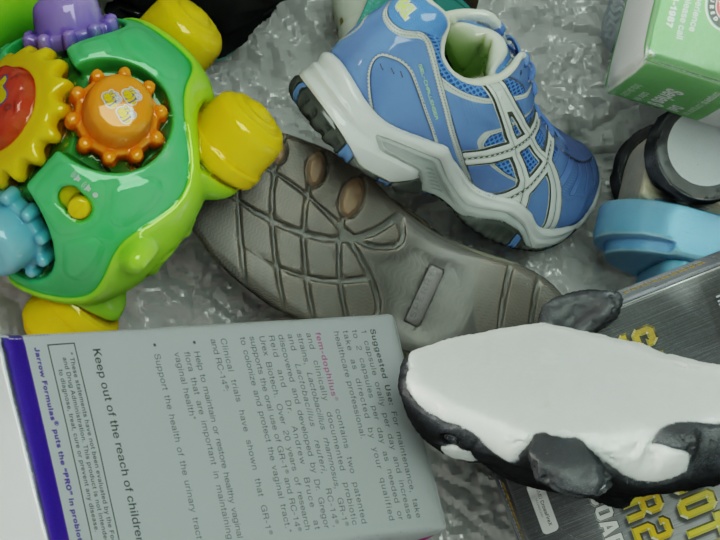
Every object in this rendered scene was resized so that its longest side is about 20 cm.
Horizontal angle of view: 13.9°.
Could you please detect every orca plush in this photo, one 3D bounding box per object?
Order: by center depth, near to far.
[{"bbox_3d":[0.116,0.065,1.249,0.199,0.071,0.106,-9,50,-10],"label":"orca plush"}]

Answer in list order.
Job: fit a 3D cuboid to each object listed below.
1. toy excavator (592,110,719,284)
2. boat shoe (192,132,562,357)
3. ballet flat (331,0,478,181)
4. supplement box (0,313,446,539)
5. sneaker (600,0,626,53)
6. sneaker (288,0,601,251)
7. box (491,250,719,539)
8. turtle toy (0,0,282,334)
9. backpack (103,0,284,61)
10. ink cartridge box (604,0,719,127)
[{"bbox_3d":[0.192,0.041,1.364,0.193,0.100,0.201,15,83,-7],"label":"toy excavator"},{"bbox_3d":[0.000,0.000,1.335,0.199,0.073,0.075,31,84,-9],"label":"boat shoe"},{"bbox_3d":[0.026,-0.138,1.391,0.070,0.067,0.201,17,83,32],"label":"ballet flat"},{"bbox_3d":[-0.078,0.084,1.239,0.199,0.101,0.104,-4,72,-37],"label":"supplement box"},{"bbox_3d":[0.207,-0.161,1.386,0.115,0.075,0.201,36,108,13],"label":"sneaker"},{"bbox_3d":[0.056,-0.066,1.320,0.077,0.200,0.076,-48,57,16],"label":"sneaker"},{"bbox_3d":[0.147,0.104,1.298,0.157,0.048,0.201,-20,96,-4],"label":"box"},{"bbox_3d":[-0.132,-0.066,1.280,0.146,0.101,0.200,-46,45,15],"label":"turtle toy"},{"bbox_3d":[-0.072,-0.227,1.351,0.175,0.153,0.201,32,52,-14],"label":"backpack"},{"bbox_3d":[0.224,-0.124,1.294,0.199,0.088,0.146,15,80,-5],"label":"ink cartridge box"}]
